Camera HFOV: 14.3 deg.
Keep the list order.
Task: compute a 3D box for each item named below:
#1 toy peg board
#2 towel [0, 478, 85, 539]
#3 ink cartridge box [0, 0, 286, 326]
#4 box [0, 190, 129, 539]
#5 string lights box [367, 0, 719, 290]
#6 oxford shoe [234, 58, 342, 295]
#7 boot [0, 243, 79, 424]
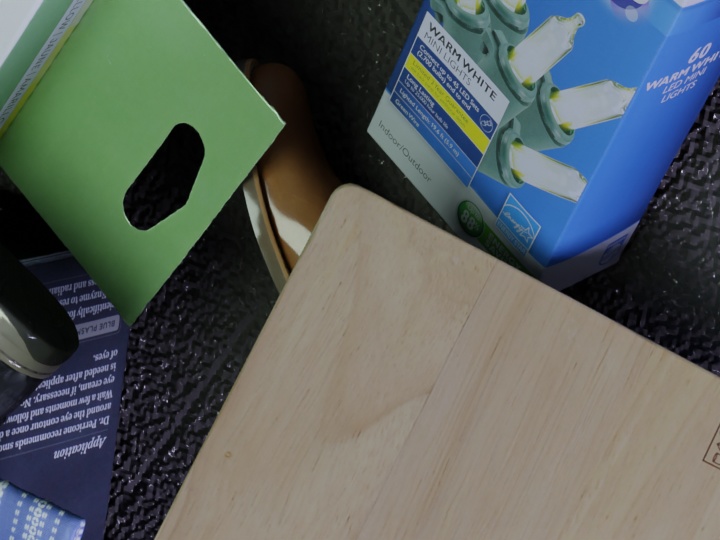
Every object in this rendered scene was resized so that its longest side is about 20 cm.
[{"bbox_3d":[0.033,0.104,1.098,0.198,0.098,0.201,27,85,0],"label":"toy peg board"},{"bbox_3d":[-0.205,0.137,1.249,0.199,0.024,0.146,22,109,31],"label":"towel"},{"bbox_3d":[-0.137,-0.087,1.187,0.200,0.048,0.146,52,131,14],"label":"ink cartridge box"},{"bbox_3d":[-0.220,0.060,1.328,0.196,0.117,0.201,19,109,33],"label":"box"},{"bbox_3d":[0.081,-0.092,1.066,0.103,0.059,0.200,49,142,22],"label":"string lights box"},{"bbox_3d":[0.000,0.000,1.189,0.071,0.071,0.201,-22,84,12],"label":"oxford shoe"},{"bbox_3d":[-0.229,0.021,1.197,0.200,0.073,0.151,40,104,10],"label":"boot"}]
